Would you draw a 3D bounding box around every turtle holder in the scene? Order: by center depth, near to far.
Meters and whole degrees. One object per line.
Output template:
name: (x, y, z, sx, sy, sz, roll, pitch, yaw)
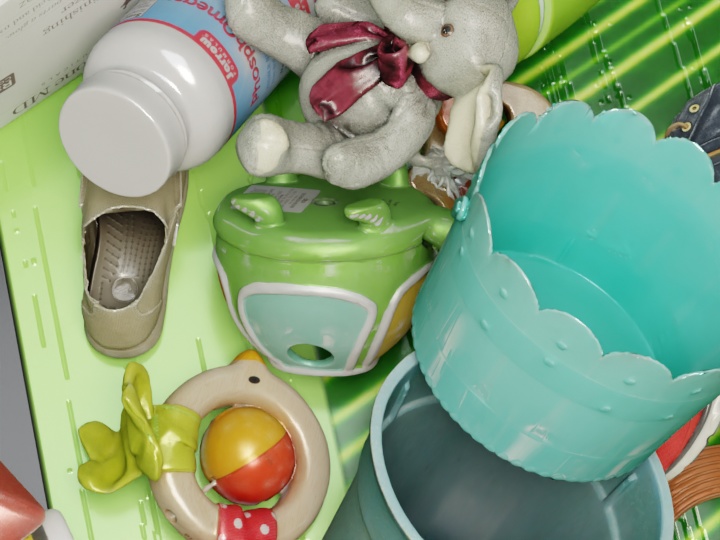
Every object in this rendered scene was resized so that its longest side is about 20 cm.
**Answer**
turtle holder: (-0.006, -0.003, 1.447, 0.185, 0.141, 0.132, -6, 111, -14)

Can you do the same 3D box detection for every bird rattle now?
bird rattle: (-0.087, 0.140, 1.421, 0.163, 0.113, 0.200, -37, 83, -30)

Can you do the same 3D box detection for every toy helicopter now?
toy helicopter: (0.089, -0.033, 1.506, 0.132, 0.079, 0.200, 18, 84, -9)

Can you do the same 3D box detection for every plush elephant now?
plush elephant: (0.029, -0.133, 1.353, 0.200, 0.155, 0.165, 23, 44, -23)

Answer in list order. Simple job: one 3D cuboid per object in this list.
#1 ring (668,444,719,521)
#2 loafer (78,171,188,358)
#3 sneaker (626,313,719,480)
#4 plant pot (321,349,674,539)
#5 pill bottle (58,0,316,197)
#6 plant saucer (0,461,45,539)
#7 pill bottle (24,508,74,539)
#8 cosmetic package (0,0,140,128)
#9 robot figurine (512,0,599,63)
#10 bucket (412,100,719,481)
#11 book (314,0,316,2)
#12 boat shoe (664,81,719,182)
ring: (0.264, 0.217, 1.469, 0.200, 0.019, 0.201, 1, 74, -4)
loafer: (-0.156, -0.042, 1.476, 0.075, 0.068, 0.201, 1, 75, -5)
sneaker: (0.202, 0.044, 1.423, 0.085, 0.077, 0.200, 8, 108, -22)
plant pot: (0.063, 0.177, 1.348, 0.200, 0.196, 0.201, 14, 48, -16)
pill bottle: (-0.117, -0.136, 1.443, 0.109, 0.109, 0.200, 32, 44, 4)
plant saucer: (-0.325, 0.161, 1.361, 0.199, 0.037, 0.200, -39, 42, -13)
pill bottle: (-0.264, 0.238, 1.368, 0.200, 0.111, 0.112, -22, 78, -10)
cosmetic package: (-0.250, -0.220, 1.448, 0.165, 0.200, 0.165, -36, 80, -13)
robot figurine: (0.104, -0.211, 1.503, 0.116, 0.175, 0.200, 53, 51, -4)
bucket: (0.137, 0.016, 1.281, 0.207, 0.135, 0.208, 15, 48, -17)
book: (-0.004, -0.259, 1.495, 0.048, 0.134, 0.200, 7, 62, -21)
boat shoe: (0.227, -0.073, 1.523, 0.200, 0.071, 0.091, -16, 75, -15)
